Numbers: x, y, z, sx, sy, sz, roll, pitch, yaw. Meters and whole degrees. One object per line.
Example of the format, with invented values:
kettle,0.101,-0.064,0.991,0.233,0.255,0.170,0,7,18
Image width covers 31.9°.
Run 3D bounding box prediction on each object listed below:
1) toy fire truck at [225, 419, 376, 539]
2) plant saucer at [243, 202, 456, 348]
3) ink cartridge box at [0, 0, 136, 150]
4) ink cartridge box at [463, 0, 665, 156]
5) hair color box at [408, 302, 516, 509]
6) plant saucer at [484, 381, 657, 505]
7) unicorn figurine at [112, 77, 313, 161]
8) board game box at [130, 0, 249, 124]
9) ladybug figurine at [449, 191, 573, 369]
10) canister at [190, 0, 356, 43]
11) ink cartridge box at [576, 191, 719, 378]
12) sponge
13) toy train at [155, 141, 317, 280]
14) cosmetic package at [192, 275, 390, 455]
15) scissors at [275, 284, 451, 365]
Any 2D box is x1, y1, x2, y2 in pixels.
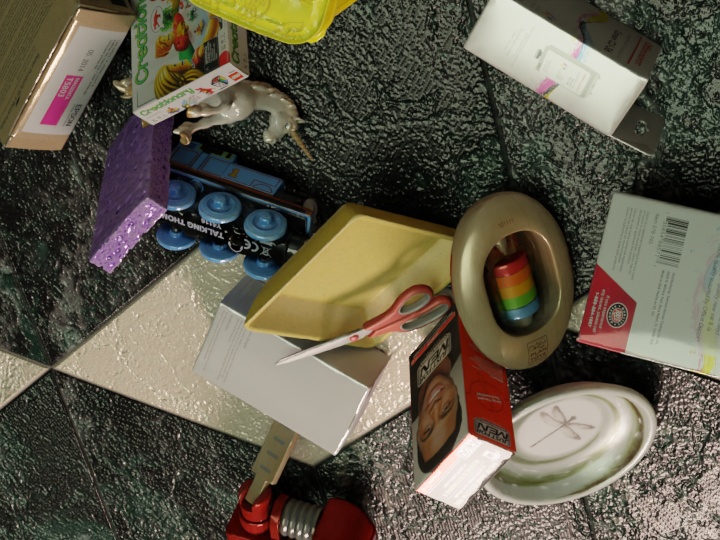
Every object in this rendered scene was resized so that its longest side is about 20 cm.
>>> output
toy fire truck,-0.069,0.282,1.505,0.175,0.129,0.201,13,139,15
plant saucer,0.000,0.000,1.333,0.200,0.199,0.049,-43,53,32
ink cartridge box,-0.336,-0.253,1.336,0.200,0.075,0.165,-50,57,33
ink cartridge box,0.207,-0.197,1.168,0.200,0.117,0.068,32,122,3
hair color box,0.103,0.137,1.319,0.061,0.200,0.102,25,124,-19
plant saucer,0.216,0.175,1.353,0.199,0.050,0.201,-8,135,-8
unicorn figurine,-0.153,-0.177,1.327,0.200,0.137,0.074,40,135,16
board game box,-0.174,-0.258,1.262,0.126,0.201,0.035,-22,150,28
ladybug figurine,0.150,0.010,1.298,0.072,0.135,0.201,31,140,60
canister,-0.062,-0.293,1.177,0.148,0.200,0.087,24,121,9
ink cartridge box,0.323,0.021,1.186,0.199,0.145,0.146,15,92,15
sponge,-0.242,-0.101,1.352,0.030,0.200,0.112,29,124,-26
toy train,-0.138,-0.066,1.368,0.199,0.114,0.087,18,136,12
cosmetic package,-0.080,0.108,1.452,0.199,0.081,0.113,30,122,4
scissors,0.006,0.072,1.386,0.199,0.014,0.073,-30,146,12
